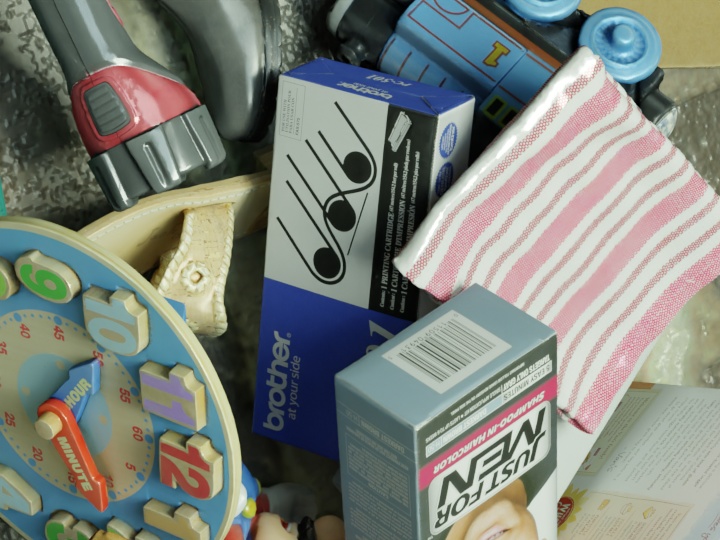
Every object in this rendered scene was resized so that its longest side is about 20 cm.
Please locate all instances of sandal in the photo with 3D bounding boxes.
[{"bbox_3d":[-0.081,-0.002,1.360,0.211,0.078,0.070,-28,70,-31],"label":"sandal"}]

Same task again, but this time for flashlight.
[{"bbox_3d":[-0.135,-0.131,1.293,0.068,0.068,0.201,-26,93,-26],"label":"flashlight"}]

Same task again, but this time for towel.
[{"bbox_3d":[0.114,-0.011,1.348,0.146,0.030,0.200,-50,138,-1],"label":"towel"}]

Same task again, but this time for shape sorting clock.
[{"bbox_3d":[-0.142,0.066,1.268,0.039,0.199,0.201,-45,114,-48],"label":"shape sorting clock"}]

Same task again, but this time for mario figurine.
[{"bbox_3d":[-0.059,0.117,1.363,0.200,0.106,0.124,51,44,-12],"label":"mario figurine"}]

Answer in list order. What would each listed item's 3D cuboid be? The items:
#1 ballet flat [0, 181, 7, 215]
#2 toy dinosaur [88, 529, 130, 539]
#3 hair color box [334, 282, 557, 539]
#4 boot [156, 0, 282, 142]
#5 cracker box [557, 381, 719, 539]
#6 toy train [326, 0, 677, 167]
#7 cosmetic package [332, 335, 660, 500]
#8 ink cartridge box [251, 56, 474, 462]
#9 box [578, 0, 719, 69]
[{"bbox_3d":[-0.211,-0.083,1.302,0.071,0.072,0.201,-5,92,-31],"label":"ballet flat"},{"bbox_3d":[-0.092,0.168,1.257,0.106,0.060,0.200,38,115,-3],"label":"toy dinosaur"},{"bbox_3d":[0.045,0.118,1.313,0.099,0.061,0.201,-32,137,-31],"label":"hair color box"},{"bbox_3d":[-0.118,-0.157,1.359,0.131,0.070,0.201,-9,84,-27],"label":"boot"},{"bbox_3d":[0.177,0.131,1.455,0.134,0.200,0.058,-48,113,-20],"label":"cracker box"},{"bbox_3d":[0.071,-0.116,1.410,0.200,0.087,0.114,38,64,11],"label":"toy train"},{"bbox_3d":[0.081,0.070,1.452,0.200,0.071,0.101,-57,141,-17],"label":"cosmetic package"},{"bbox_3d":[0.000,0.000,1.353,0.044,0.094,0.201,-30,130,-55],"label":"ink cartridge box"},{"bbox_3d":[0.174,-0.218,1.551,0.163,0.021,0.201,-4,93,-31],"label":"box"}]
